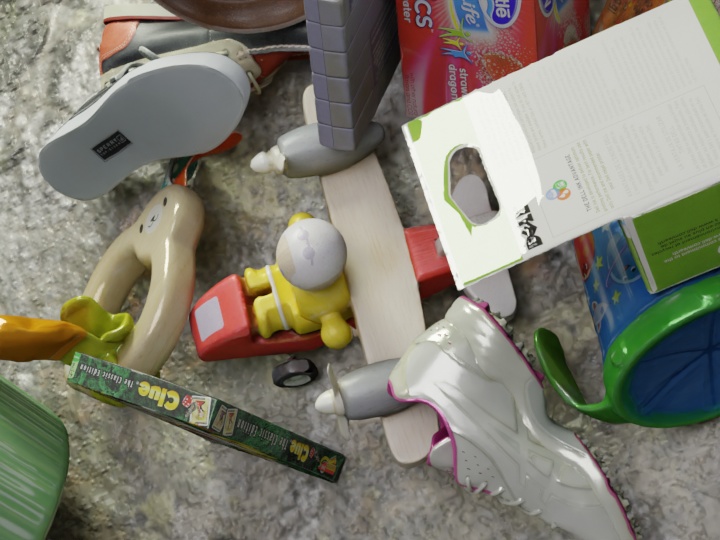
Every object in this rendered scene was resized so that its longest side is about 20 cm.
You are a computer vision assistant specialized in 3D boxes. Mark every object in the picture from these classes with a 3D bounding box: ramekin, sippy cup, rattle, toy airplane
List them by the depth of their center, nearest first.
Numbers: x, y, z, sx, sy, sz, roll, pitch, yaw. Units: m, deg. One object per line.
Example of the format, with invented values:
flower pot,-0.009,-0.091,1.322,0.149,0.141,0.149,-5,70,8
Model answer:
sippy cup,0.192,0.004,1.553,0.176,0.140,0.131,-16,58,-9
toy airplane,0.000,0.000,1.621,0.199,0.141,0.200,28,88,27
ramekin,-0.277,0.154,1.677,0.200,0.097,0.201,-44,27,29
rattle,-0.173,-0.022,1.688,0.142,0.130,0.201,21,86,-13

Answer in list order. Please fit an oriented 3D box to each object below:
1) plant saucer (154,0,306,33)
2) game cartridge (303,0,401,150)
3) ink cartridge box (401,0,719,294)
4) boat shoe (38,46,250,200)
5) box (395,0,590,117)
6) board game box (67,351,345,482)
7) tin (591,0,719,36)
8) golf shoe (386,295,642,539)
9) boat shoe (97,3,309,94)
plant saucer,-0.078,-0.255,1.656,0.201,0.199,0.034,-62,22,-2
game cartridge,0.010,-0.186,1.628,0.038,0.130,0.201,14,48,12
ink cartridge box,0.141,-0.058,1.496,0.199,0.076,0.148,-23,48,6
boat shoe,-0.136,-0.108,1.703,0.199,0.074,0.068,-31,24,47
box,0.081,-0.198,1.604,0.099,0.096,0.201,9,123,23
board game box,-0.093,0.094,1.603,0.104,0.200,0.024,14,82,26
tin,0.206,-0.187,1.600,0.042,0.112,0.201,25,97,-18
golf shoe,0.094,0.116,1.561,0.091,0.075,0.201,-35,90,-5
boat shoe,-0.091,-0.147,1.737,0.199,0.071,0.063,3,84,25
